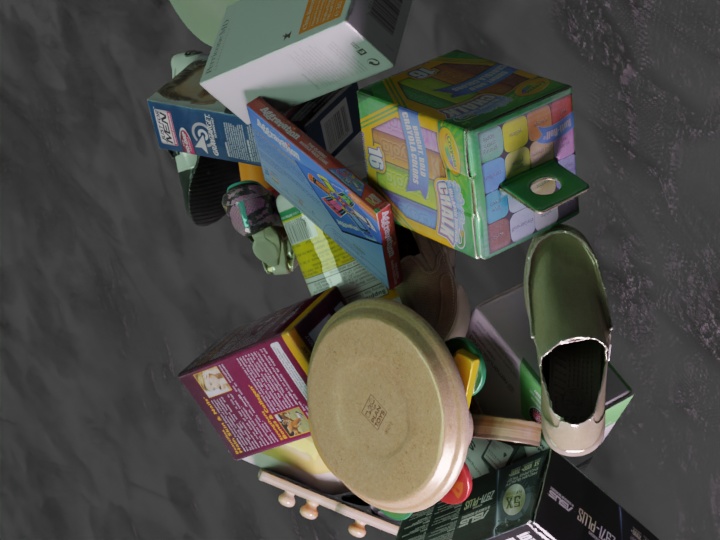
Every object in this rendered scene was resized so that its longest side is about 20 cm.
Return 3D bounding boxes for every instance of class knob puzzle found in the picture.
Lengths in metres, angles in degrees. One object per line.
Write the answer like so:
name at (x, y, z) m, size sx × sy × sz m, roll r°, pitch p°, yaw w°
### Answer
knob puzzle at (-0.024, 0.270, 1.904) m, size 0.219 × 0.219 × 0.031 m, roll 13°, pitch 78°, yaw 53°

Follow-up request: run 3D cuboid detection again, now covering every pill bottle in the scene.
pill bottle at (0.000, 0.000, 1.730) m, size 0.113 × 0.112 × 0.202 m, roll -18°, pitch 94°, yaw 59°

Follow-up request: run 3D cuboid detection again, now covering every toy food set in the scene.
toy food set at (0.028, 0.123, 1.538) m, size 0.197 × 0.048 × 0.202 m, roll 29°, pitch 117°, yaw 36°

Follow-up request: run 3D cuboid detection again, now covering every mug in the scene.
mug at (-0.061, 0.169, 1.887) m, size 0.153 × 0.186 × 0.151 m, roll 27°, pitch 99°, yaw 35°

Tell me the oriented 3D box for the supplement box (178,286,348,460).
supplement box at (-0.076, 0.105, 1.714) m, size 0.199 × 0.086 × 0.111 m, roll -23°, pitch 105°, yaw 48°

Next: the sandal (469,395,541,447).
sandal at (0.086, 0.117, 1.575) m, size 0.211 × 0.077 × 0.070 m, roll 1°, pitch 79°, yaw 49°

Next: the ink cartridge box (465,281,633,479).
ink cartridge box at (0.150, 0.130, 1.610) m, size 0.146 × 0.084 × 0.201 m, roll 51°, pitch 145°, yaw 23°

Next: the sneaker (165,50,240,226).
sneaker at (-0.184, -0.153, 1.959) m, size 0.088 × 0.074 × 0.202 m, roll 27°, pitch 121°, yaw 47°

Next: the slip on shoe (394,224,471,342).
slip on shoe at (0.057, 0.014, 1.604) m, size 0.076 × 0.060 × 0.201 m, roll -49°, pitch 25°, yaw 32°

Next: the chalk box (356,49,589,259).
chalk box at (0.107, -0.098, 1.492) m, size 0.199 × 0.124 × 0.125 m, roll 24°, pitch 129°, yaw 47°

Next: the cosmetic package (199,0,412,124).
cosmetic package at (-0.050, -0.220, 1.611) m, size 0.199 × 0.102 × 0.071 m, roll -17°, pitch 137°, yaw 42°

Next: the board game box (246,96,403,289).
board game box at (-0.034, -0.073, 1.598) m, size 0.200 × 0.019 × 0.103 m, roll 41°, pitch 157°, yaw 36°

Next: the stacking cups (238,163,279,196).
stacking cups at (-0.118, -0.146, 1.865) m, size 0.060 × 0.060 × 0.202 m, roll 30°, pitch 133°, yaw 45°

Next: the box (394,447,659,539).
box at (0.150, 0.267, 1.581) m, size 0.164 × 0.087 × 0.199 m, roll 41°, pitch 136°, yaw -21°

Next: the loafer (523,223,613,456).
loafer at (0.182, 0.055, 1.472) m, size 0.068 × 0.075 × 0.202 m, roll 93°, pitch 171°, yaw -77°

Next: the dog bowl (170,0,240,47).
dog bowl at (-0.132, -0.330, 1.752) m, size 0.200 × 0.078 × 0.202 m, roll 35°, pitch 136°, yaw 42°

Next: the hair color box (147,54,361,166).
hair color box at (-0.106, -0.159, 1.740) m, size 0.198 × 0.100 × 0.061 m, roll 11°, pitch 130°, yaw 31°

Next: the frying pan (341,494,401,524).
frying pan at (0.027, 0.249, 1.840) m, size 0.189 × 0.115 × 0.031 m, roll 1°, pitch 68°, yaw 35°

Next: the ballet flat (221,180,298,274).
ballet flat at (-0.092, -0.036, 1.797) m, size 0.200 × 0.068 × 0.072 m, roll 38°, pitch -138°, yaw -70°
